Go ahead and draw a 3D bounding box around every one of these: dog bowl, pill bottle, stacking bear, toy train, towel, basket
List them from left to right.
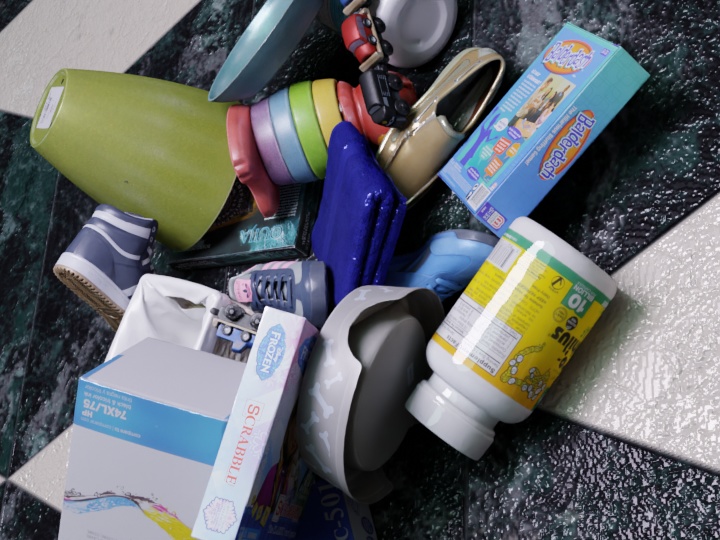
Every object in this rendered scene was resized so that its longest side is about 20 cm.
[{"bbox_3d":[-0.188,0.123,1.424,0.135,0.123,0.201,12,75,43],"label":"basket"},{"bbox_3d":[-0.060,0.082,1.334,0.199,0.034,0.046,20,85,6],"label":"toy train"},{"bbox_3d":[-0.032,-0.152,1.436,0.198,0.122,0.115,-16,60,8],"label":"stacking bear"},{"bbox_3d":[-0.003,-0.047,1.320,0.200,0.049,0.149,-112,30,-63],"label":"towel"},{"bbox_3d":[0.003,-0.238,1.374,0.034,0.046,0.202,-35,63,47],"label":"toy train"},{"bbox_3d":[0.009,-0.307,1.497,0.111,0.111,0.200,-54,45,3],"label":"pill bottle"},{"bbox_3d":[0.010,0.105,1.212,0.058,0.200,0.201,16,77,24],"label":"dog bowl"},{"bbox_3d":[0.129,0.063,1.201,0.201,0.113,0.113,-55,46,2],"label":"pill bottle"}]

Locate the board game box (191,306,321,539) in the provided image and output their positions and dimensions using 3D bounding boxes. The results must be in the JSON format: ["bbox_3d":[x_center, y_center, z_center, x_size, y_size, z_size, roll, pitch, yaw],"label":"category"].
[{"bbox_3d":[-0.073,0.151,1.200,0.041,0.200,0.201,15,81,14],"label":"board game box"}]

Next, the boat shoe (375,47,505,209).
[{"bbox_3d":[0.077,-0.142,1.365,0.201,0.071,0.076,-58,17,0],"label":"boat shoe"}]

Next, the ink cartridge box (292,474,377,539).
[{"bbox_3d":[-0.047,0.212,1.315,0.094,0.044,0.201,-34,50,23],"label":"ink cartridge box"}]

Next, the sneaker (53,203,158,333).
[{"bbox_3d":[-0.247,0.009,1.491,0.070,0.200,0.109,8,62,35],"label":"sneaker"}]

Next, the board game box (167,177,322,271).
[{"bbox_3d":[-0.132,-0.073,1.546,0.199,0.028,0.136,-6,65,37],"label":"board game box"}]

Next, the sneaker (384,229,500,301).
[{"bbox_3d":[0.063,0.018,1.295,0.199,0.066,0.079,-21,49,48],"label":"sneaker"}]

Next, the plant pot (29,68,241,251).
[{"bbox_3d":[-0.261,-0.143,1.512,0.187,0.199,0.188,-38,41,43],"label":"plant pot"}]

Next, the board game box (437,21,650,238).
[{"bbox_3d":[0.169,-0.136,1.280,0.200,0.045,0.152,-50,20,9],"label":"board game box"}]

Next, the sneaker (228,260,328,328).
[{"bbox_3d":[-0.083,0.025,1.358,0.200,0.081,0.071,168,103,-75],"label":"sneaker"}]

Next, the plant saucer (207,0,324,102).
[{"bbox_3d":[-0.092,-0.254,1.446,0.200,0.036,0.200,-49,17,20],"label":"plant saucer"}]

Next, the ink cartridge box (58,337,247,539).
[{"bbox_3d":[-0.175,0.189,1.235,0.145,0.147,0.202,14,105,13],"label":"ink cartridge box"}]
